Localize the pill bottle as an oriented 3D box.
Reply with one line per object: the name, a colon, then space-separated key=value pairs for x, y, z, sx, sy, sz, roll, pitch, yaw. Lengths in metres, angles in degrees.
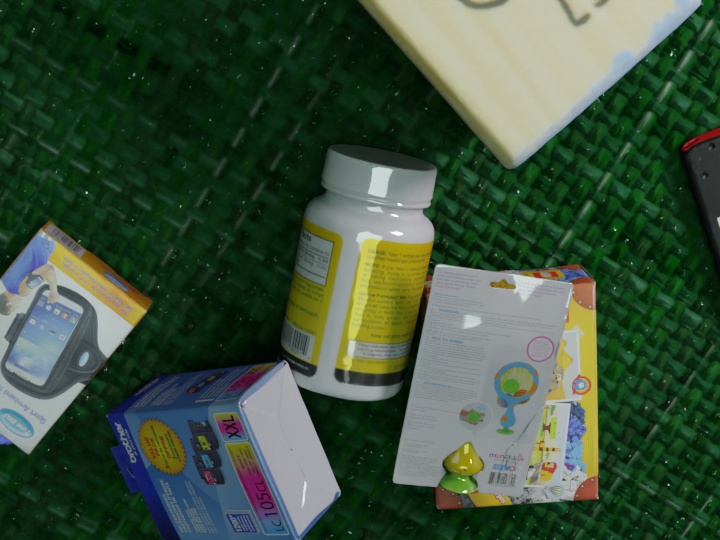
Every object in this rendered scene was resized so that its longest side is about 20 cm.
pill bottle: x=0.000 y=0.000 z=1.033 sx=0.114 sy=0.114 sz=0.201 roll=11 pitch=103 yaw=-4

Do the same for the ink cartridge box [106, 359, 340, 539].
ink cartridge box: x=-0.132 y=0.163 z=1.057 sx=0.200 sy=0.076 sz=0.137 roll=-9 pitch=108 yaw=40

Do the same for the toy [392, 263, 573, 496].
toy: x=0.098 y=0.090 z=1.012 sx=0.115 sy=0.047 sz=0.201 roll=8 pitch=107 yaw=-7

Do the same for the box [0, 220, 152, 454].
box: x=-0.295 y=0.070 z=1.079 sx=0.119 sy=0.041 sz=0.200 roll=39 pitch=97 yaw=-10

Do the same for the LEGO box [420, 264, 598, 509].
LEGO box: x=0.133 y=0.103 z=1.081 sx=0.148 sy=0.077 sz=0.201 roll=-4 pitch=104 yaw=0

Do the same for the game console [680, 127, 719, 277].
game console: x=0.398 y=-0.052 z=1.080 sx=0.176 sy=0.031 sz=0.201 roll=-20 pitch=103 yaw=8

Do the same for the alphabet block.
alphabet block: x=0.111 y=-0.225 z=0.941 sx=0.195 sy=0.196 sz=0.200 roll=-41 pitch=101 yaw=6
